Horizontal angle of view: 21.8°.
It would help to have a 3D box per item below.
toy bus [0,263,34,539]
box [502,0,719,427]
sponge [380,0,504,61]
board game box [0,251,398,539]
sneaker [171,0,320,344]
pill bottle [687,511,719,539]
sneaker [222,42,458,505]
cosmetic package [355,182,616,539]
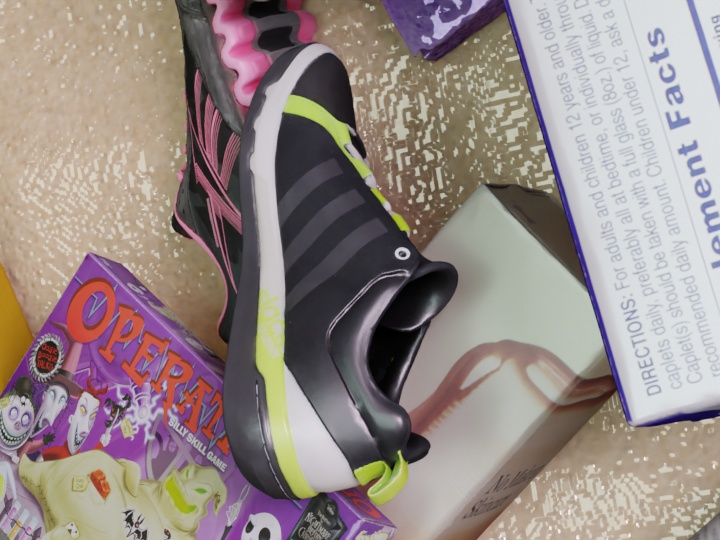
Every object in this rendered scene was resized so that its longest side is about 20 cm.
[{"bbox_3d":[-0.175,0.099,0.887,0.078,0.065,0.201,-28,79,17],"label":"toy bus"},{"bbox_3d":[0.163,-0.063,0.610,0.199,0.105,0.185,-18,81,18],"label":"box"},{"bbox_3d":[0.078,-0.193,0.808,0.200,0.030,0.112,-35,78,18],"label":"sponge"},{"bbox_3d":[-0.083,0.093,0.771,0.200,0.032,0.120,39,97,38],"label":"board game box"},{"bbox_3d":[-0.056,-0.054,0.843,0.095,0.079,0.201,-24,80,31],"label":"sneaker"},{"bbox_3d":[0.134,0.178,0.738,0.200,0.114,0.114,-44,75,16],"label":"pill bottle"},{"bbox_3d":[0.000,0.000,0.725,0.082,0.072,0.201,-7,61,16],"label":"sneaker"},{"bbox_3d":[0.029,0.066,0.787,0.087,0.103,0.200,45,106,16],"label":"cosmetic package"}]
